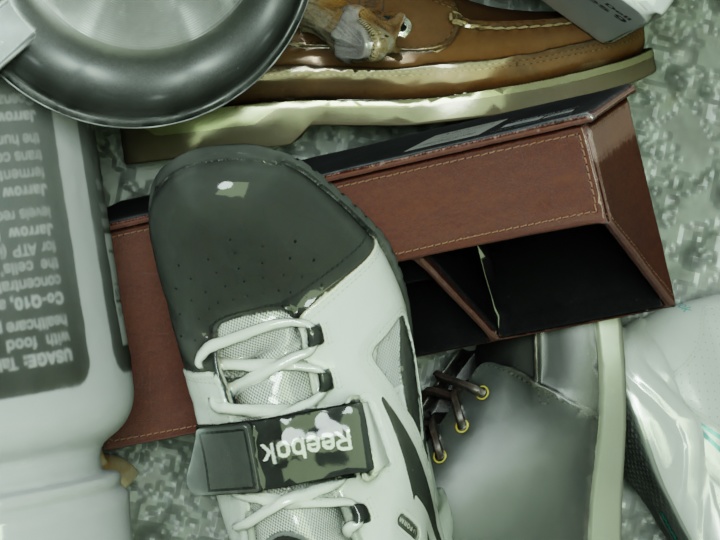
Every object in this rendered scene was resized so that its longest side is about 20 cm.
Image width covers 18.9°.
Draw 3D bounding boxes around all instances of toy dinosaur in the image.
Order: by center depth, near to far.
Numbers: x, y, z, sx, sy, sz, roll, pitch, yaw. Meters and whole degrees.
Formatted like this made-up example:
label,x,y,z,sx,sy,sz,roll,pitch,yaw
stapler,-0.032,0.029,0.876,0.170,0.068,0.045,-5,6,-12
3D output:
label,x,y,z,sx,sy,sz,roll,pitch,yaw
toy dinosaur,-0.064,-0.128,0.749,0.106,0.061,0.200,-22,66,-35

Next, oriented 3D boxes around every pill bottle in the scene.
label,x,y,z,sx,sy,sz,roll,pitch,yaw
pill bottle,-0.133,0.003,0.678,0.113,0.114,0.202,-8,89,-10

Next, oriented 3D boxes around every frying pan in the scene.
label,x,y,z,sx,sy,sz,roll,pitch,yaw
frying pan,-0.100,-0.087,0.617,0.189,0.031,0.116,-19,94,-16

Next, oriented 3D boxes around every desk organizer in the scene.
label,x,y,z,sx,sy,sz,roll,pitch,yaw
desk organizer,0.000,0.000,0.733,0.198,0.072,0.078,-12,98,21

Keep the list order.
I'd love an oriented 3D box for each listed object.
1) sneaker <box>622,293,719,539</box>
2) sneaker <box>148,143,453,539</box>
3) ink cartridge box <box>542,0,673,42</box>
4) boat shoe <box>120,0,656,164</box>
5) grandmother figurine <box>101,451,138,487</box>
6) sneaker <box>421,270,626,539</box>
label,x,y,z,sx,sy,sz,roll,pitch,yaw
sneaker,0.153,0.104,0.810,0.080,0.070,0.202,-21,95,-12
sneaker,-0.014,0.057,0.672,0.074,0.089,0.201,-14,121,14
ink cartridge box,0.085,-0.199,0.725,0.145,0.084,0.201,34,86,-4
boat shoe,0.008,-0.085,0.776,0.198,0.072,0.069,-9,94,-10
grandmother figurine,-0.160,0.003,0.758,0.121,0.060,0.201,-29,93,-29
sneaker,0.036,0.058,0.784,0.105,0.075,0.202,-3,93,-10
